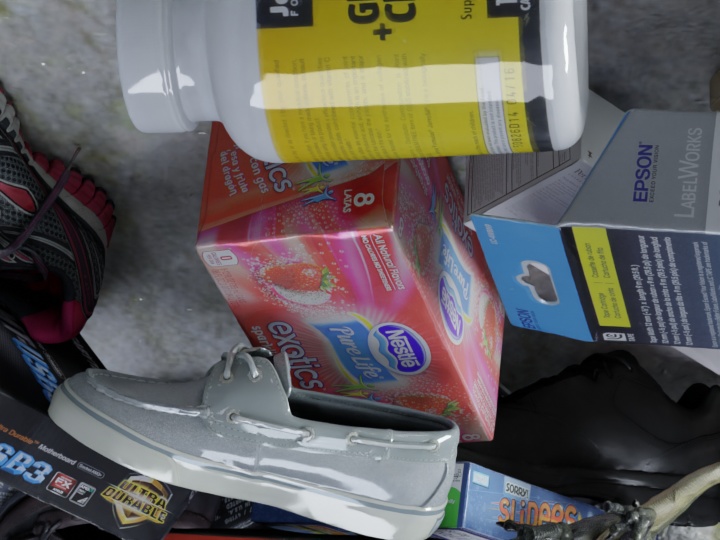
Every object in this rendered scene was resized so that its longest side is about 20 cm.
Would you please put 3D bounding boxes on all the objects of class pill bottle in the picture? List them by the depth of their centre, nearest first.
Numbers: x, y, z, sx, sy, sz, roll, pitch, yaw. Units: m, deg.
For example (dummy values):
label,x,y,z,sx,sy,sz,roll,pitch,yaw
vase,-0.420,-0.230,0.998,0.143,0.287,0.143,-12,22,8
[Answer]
label,x,y,z,sx,sy,sz,roll,pitch,yaw
pill bottle,-0.002,-0.105,1.177,0.199,0.113,0.112,-2,146,9

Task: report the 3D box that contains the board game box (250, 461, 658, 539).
label,x,y,z,sx,sy,sz,roll,pitch,yaw
board game box,0.054,0.137,1.432,0.135,0.035,0.200,-2,165,34

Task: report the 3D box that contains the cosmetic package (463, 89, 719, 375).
label,x,y,z,sx,sy,sz,roll,pitch,yaw
cosmetic package,0.151,-0.017,1.348,0.200,0.051,0.082,30,141,-33

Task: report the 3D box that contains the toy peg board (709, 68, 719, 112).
label,x,y,z,sx,sy,sz,roll,pitch,yaw
toy peg board,0.293,-0.069,1.213,0.199,0.098,0.199,18,144,-19

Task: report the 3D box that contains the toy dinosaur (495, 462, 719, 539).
label,x,y,z,sx,sy,sz,roll,pitch,yaw
toy dinosaur,0.122,0.135,1.332,0.200,0.048,0.088,-34,154,21

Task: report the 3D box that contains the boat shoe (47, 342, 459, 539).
label,x,y,z,sx,sy,sz,roll,pitch,yaw
boat shoe,-0.048,0.071,1.292,0.200,0.070,0.072,16,103,-10

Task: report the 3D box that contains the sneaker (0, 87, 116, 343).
label,x,y,z,sx,sy,sz,roll,pitch,yaw
sneaker,-0.193,-0.039,1.331,0.080,0.075,0.200,-20,139,32

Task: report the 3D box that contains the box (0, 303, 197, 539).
label,x,y,z,sx,sy,sz,roll,pitch,yaw
box,-0.200,0.045,1.363,0.198,0.200,0.050,30,100,-34

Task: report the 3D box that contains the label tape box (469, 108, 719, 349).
label,x,y,z,sx,sy,sz,roll,pitch,yaw
label tape box,0.161,-0.016,1.219,0.199,0.066,0.143,5,158,14

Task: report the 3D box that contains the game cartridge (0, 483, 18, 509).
label,x,y,z,sx,sy,sz,roll,pitch,yaw
game cartridge,-0.161,0.131,1.617,0.199,0.042,0.133,8,142,-6

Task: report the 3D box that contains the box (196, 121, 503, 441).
label,x,y,z,sx,sy,sz,roll,pitch,yaw
box,0.000,0.000,1.334,0.102,0.095,0.200,-5,145,15

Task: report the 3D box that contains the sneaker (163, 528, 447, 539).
label,x,y,z,sx,sy,sz,roll,pitch,yaw
sneaker,-0.040,0.186,1.354,0.200,0.109,0.067,-1,177,36

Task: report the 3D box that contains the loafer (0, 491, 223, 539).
label,x,y,z,sx,sy,sz,roll,pitch,yaw
loafer,-0.153,0.153,1.561,0.072,0.063,0.200,30,138,-33

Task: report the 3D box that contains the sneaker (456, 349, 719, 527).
label,x,y,z,sx,sy,sz,roll,pitch,yaw
sneaker,0.114,0.084,1.468,0.199,0.091,0.076,11,179,-24

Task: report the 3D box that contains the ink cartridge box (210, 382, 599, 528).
label,x,y,z,sx,sy,sz,roll,pitch,yaw
ink cartridge box,0.042,0.151,1.587,0.198,0.044,0.200,-29,136,22
